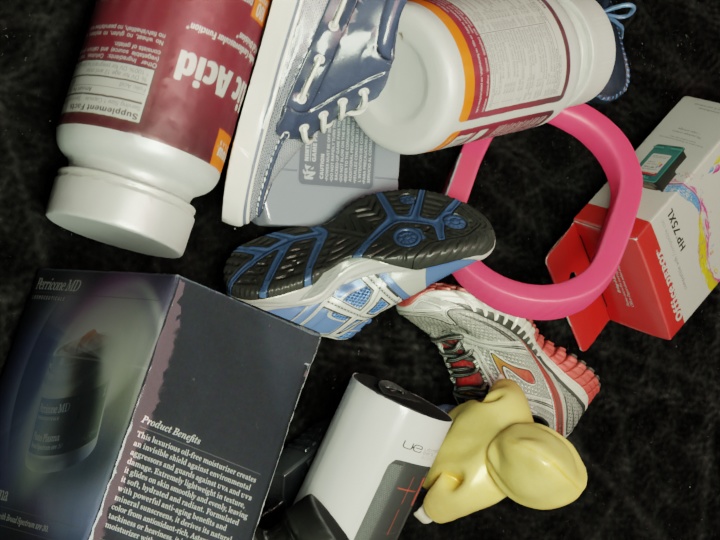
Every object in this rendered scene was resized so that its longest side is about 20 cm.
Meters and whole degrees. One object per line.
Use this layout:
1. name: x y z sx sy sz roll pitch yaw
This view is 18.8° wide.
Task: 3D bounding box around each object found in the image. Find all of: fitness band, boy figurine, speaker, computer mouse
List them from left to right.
1. computer mouse: -0.075 0.170 1.565 0.200 0.034 0.059 -34 131 -24
2. speaker: -0.010 0.176 1.544 0.081 0.081 0.200 22 96 -33
3. boy figurine: 0.087 0.129 1.569 0.064 0.200 0.124 42 65 -29
4. fitness band: 0.135 -0.050 1.637 0.144 0.037 0.200 25 54 -2

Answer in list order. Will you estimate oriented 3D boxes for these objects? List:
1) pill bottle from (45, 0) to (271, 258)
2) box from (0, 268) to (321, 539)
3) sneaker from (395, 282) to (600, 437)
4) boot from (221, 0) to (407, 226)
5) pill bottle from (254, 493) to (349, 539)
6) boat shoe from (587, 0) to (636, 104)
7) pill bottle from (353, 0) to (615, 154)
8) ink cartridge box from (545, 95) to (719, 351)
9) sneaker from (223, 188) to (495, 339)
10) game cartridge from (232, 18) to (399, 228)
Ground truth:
1. pill bottle: -0.137 -0.117 1.456 0.114 0.114 0.200 21 80 -33
2. box: -0.152 0.109 1.404 0.123 0.200 0.199 26 76 -32
3. sneaker: 0.101 0.073 1.650 0.200 0.078 0.082 37 73 -30
4. boot: -0.031 -0.116 1.485 0.090 0.073 0.200 16 106 -2
5. pill bottle: -0.091 0.241 1.459 0.200 0.112 0.112 -35 113 1
6. boat shoe: 0.158 -0.214 1.683 0.084 0.069 0.200 -45 115 -25
7. pill bottle: 0.090 -0.151 1.581 0.200 0.110 0.110 -16 101 -45
8. ink cartridge box: 0.242 -0.030 1.732 0.200 0.067 0.116 -47 133 -24
9. sneaker: 0.000 0.000 1.560 0.200 0.076 0.077 -14 134 -9
10. game cartridge: -0.030 -0.129 1.578 0.133 0.040 0.200 4 89 -38
